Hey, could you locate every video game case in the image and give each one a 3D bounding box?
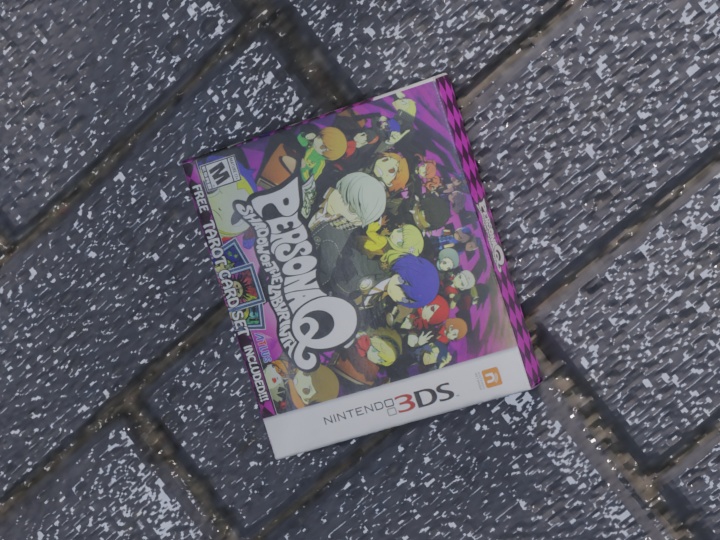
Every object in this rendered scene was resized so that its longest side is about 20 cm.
[{"bbox_3d":[0.000,0.000,1.480,0.180,0.036,0.202,-16,93,21],"label":"video game case"}]
